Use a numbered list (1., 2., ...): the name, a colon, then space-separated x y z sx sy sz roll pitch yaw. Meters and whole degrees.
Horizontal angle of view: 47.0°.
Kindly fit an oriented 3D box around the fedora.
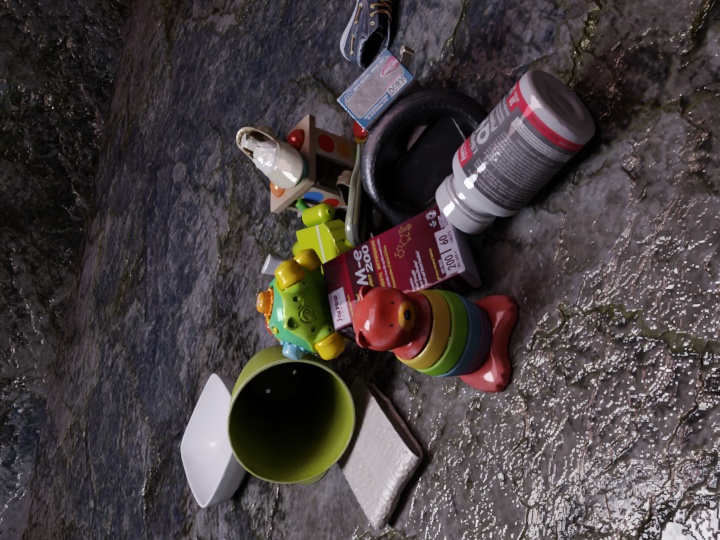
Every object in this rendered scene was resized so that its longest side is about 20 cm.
1. fedora: 0.098 -0.155 1.157 0.092 0.198 0.203 -66 0 -77

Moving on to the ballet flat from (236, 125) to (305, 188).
1. ballet flat: -0.150 -0.185 1.315 0.200 0.069 0.070 44 114 55

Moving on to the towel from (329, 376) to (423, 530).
1. towel: 0.016 0.257 1.193 0.134 0.034 0.200 -65 33 18

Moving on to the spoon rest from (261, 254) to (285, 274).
1. spoon rest: -0.100 0.041 1.457 0.200 0.060 0.100 45 117 40

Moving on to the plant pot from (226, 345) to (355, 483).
1. plant pot: -0.117 0.190 1.263 0.200 0.185 0.190 -131 61 -71

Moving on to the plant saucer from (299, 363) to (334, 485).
1. plant saucer: -0.093 0.249 1.369 0.199 0.031 0.203 -28 55 50

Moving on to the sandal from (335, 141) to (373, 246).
1. sandal: -0.010 -0.116 1.196 0.056 0.080 0.203 -8 40 18

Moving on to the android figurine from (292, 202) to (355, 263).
1. android figurine: -0.048 -0.011 1.281 0.199 0.041 0.185 -12 91 63

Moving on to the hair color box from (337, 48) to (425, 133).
1. hair color box: 0.040 -0.245 1.205 0.100 0.200 0.061 -45 83 9

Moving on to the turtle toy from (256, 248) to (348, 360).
1. turtle toy: -0.079 0.053 1.176 0.100 0.200 0.147 -28 95 18

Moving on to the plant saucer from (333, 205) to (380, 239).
1. plant saucer: 0.000 0.000 1.272 0.200 0.032 0.204 33 129 55

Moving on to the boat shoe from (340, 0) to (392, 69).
1. boat shoe: 0.031 -0.451 1.440 0.091 0.070 0.203 51 126 51

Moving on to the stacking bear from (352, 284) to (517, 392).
1. stacking bear: 0.080 0.072 1.014 0.113 0.198 0.124 -6 72 55

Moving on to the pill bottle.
1. pill bottle: 0.184 -0.139 1.025 0.200 0.109 0.112 -48 41 35

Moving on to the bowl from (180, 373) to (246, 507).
1. bowl: -0.255 0.319 1.551 0.202 0.074 0.200 -65 32 16

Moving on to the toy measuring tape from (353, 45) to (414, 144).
1. toy measuring tape: 0.034 -0.266 1.353 0.073 0.073 0.203 21 95 58

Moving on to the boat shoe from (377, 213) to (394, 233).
1. boat shoe: 0.068 -0.125 1.248 0.066 0.073 0.203 -114 37 -77

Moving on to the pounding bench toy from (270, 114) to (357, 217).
1. pounding bench toy: -0.067 -0.126 1.368 0.124 0.154 0.203 -31 52 47

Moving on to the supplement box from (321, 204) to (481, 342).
1. supplement box: 0.051 0.005 1.108 0.198 0.061 0.110 -27 58 20
